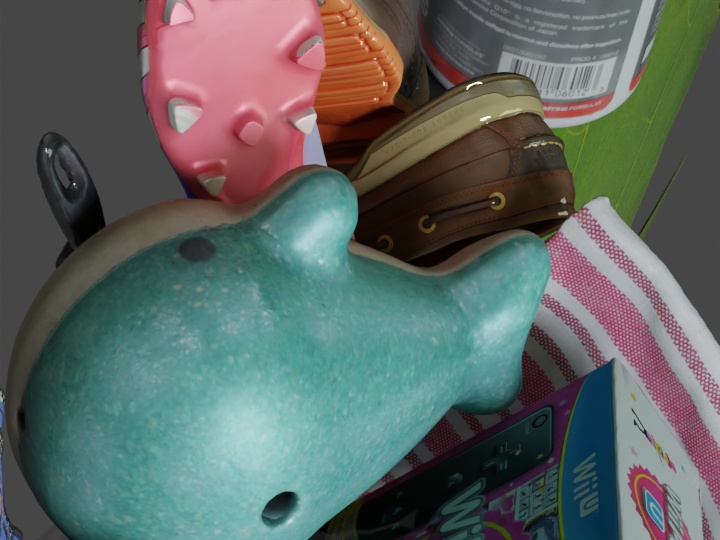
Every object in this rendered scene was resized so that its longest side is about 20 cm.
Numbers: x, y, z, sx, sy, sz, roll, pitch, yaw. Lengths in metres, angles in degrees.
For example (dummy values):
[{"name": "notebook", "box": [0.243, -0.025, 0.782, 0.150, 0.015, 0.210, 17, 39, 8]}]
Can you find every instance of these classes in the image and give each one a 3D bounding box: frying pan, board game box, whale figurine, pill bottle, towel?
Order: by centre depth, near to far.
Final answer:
[{"name": "whale figurine", "box": [-0.016, 0.042, 0.734, 0.200, 0.104, 0.159, -8, 127, -28]}, {"name": "board game box", "box": [0.021, 0.133, 0.751, 0.200, 0.064, 0.148, -29, -158, 19]}, {"name": "frying pan", "box": [-0.095, 0.023, 0.775, 0.190, 0.031, 0.115, 28, 79, -68]}, {"name": "towel", "box": [0.069, 0.079, 0.842, 0.200, 0.146, 0.030, -40, 176, 40]}, {"name": "pill bottle", "box": [0.096, -0.172, 0.998, 0.116, 0.116, 0.200, -54, 164, -40]}]

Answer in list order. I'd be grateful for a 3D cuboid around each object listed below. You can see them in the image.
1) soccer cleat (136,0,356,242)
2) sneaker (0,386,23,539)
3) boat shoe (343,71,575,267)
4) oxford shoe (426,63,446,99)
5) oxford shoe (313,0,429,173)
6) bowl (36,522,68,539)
[{"name": "soccer cleat", "box": [-0.042, -0.050, 0.774, 0.067, 0.076, 0.200, -24, 129, -10]}, {"name": "sneaker", "box": [-0.138, 0.106, 0.679, 0.078, 0.075, 0.200, -56, 167, -48]}, {"name": "boat shoe", "box": [0.001, 0.000, 0.881, 0.200, 0.068, 0.072, -35, 162, 24]}, {"name": "oxford shoe", "box": [0.022, -0.045, 1.074, 0.200, 0.071, 0.071, -48, 168, -19]}, {"name": "oxford shoe", "box": [-0.015, -0.096, 0.853, 0.200, 0.071, 0.073, 55, 34, -74]}, {"name": "bowl", "box": [-0.105, 0.165, 0.928, 0.200, 0.075, 0.200, -43, 156, -61]}]
